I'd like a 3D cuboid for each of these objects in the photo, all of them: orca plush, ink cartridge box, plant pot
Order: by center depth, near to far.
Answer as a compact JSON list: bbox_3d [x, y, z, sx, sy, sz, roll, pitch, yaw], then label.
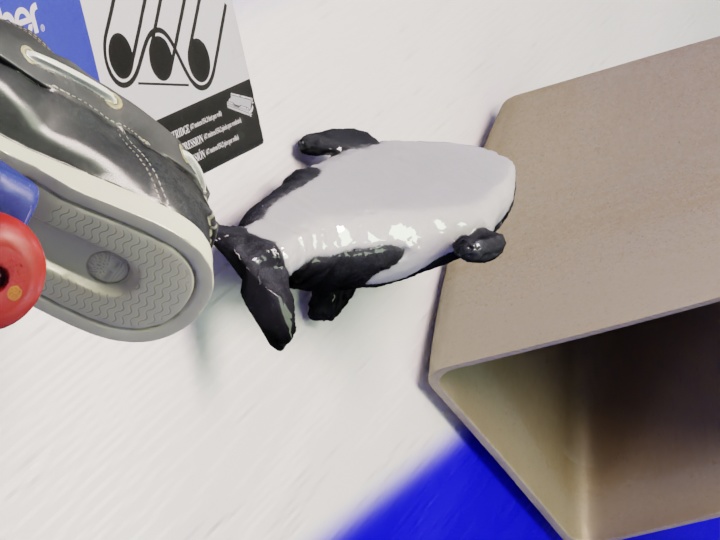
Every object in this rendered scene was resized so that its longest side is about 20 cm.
[{"bbox_3d":[-0.106,-0.065,0.939,0.200,0.044,0.094,-32,112,-61],"label":"ink cartridge box"},{"bbox_3d":[0.000,0.000,1.115,0.200,0.105,0.071,-44,155,-61],"label":"orca plush"},{"bbox_3d":[0.158,0.001,1.314,0.200,0.199,0.177,49,32,-50],"label":"plant pot"}]

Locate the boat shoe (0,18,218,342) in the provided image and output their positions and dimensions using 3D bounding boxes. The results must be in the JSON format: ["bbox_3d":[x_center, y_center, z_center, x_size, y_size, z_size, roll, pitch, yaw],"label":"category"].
[{"bbox_3d":[-0.131,-0.052,0.814,0.200,0.072,0.068,32,39,-23],"label":"boat shoe"}]

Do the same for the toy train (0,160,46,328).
[{"bbox_3d":[-0.184,0.039,0.733,0.116,0.085,0.200,28,91,-32],"label":"toy train"}]
